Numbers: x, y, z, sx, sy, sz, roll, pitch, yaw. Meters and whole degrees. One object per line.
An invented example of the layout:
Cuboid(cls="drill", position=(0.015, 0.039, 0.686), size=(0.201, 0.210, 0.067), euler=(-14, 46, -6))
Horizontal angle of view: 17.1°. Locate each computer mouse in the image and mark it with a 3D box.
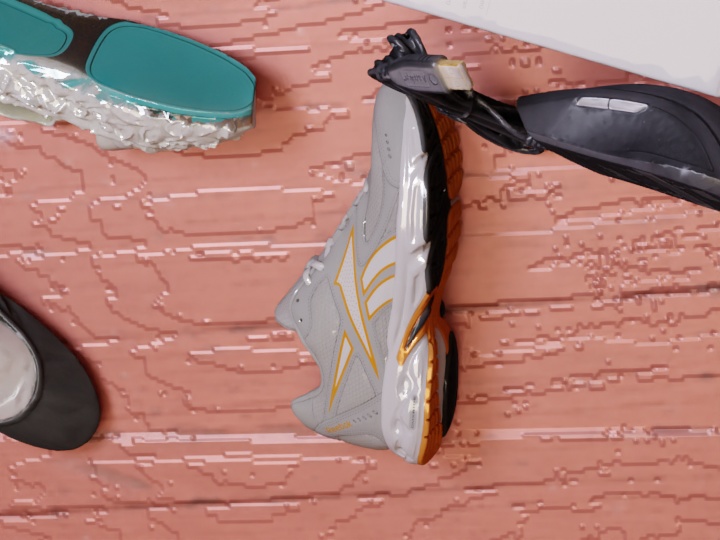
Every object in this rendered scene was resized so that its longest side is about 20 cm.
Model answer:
Cuboid(cls="computer mouse", position=(0.099, -0.077, 1.108), size=(0.200, 0.140, 0.046), euler=(20, 88, 47))

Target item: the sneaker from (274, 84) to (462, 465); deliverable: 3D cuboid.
Cuboid(cls="sneaker", position=(0.000, 0.000, 1.217), size=(0.092, 0.076, 0.201), euler=(6, 105, 15))

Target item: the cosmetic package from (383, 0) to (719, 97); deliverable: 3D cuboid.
Cuboid(cls="cosmetic package", position=(0.089, -0.151, 1.141), size=(0.199, 0.101, 0.072), euler=(17, 108, 8))

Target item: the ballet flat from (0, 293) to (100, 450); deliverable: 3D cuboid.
Cuboid(cls="ballet flat", position=(-0.224, 0.029, 1.273), size=(0.200, 0.068, 0.068), euler=(44, 108, -2))

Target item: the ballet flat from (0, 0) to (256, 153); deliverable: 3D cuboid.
Cuboid(cls="ballet flat", position=(-0.144, -0.098, 1.234), size=(0.199, 0.072, 0.072), euler=(19, 108, 9))
